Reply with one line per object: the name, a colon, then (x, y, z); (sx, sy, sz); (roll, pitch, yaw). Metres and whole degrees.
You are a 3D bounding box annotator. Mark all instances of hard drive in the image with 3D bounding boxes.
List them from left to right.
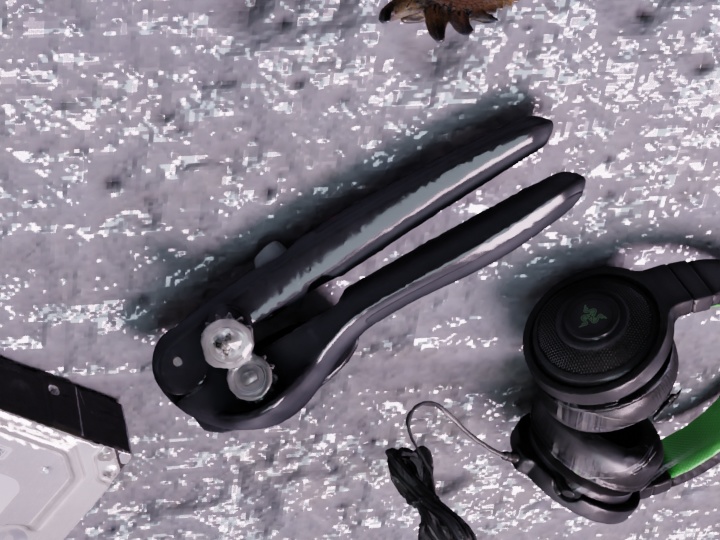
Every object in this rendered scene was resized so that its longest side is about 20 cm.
hard drive: (-0.215, 0.081, 1.002); (0.200, 0.038, 0.140); (24, 122, -33)

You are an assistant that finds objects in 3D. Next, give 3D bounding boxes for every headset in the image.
headset: (0.107, 0.067, 1.042); (0.200, 0.094, 0.124); (-14, 135, -19)

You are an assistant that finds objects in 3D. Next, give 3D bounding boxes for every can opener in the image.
can opener: (0.000, 0.000, 0.984); (0.200, 0.079, 0.063); (-37, 92, 14)

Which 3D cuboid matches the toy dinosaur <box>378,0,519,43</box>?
toy dinosaur: (0.020, -0.153, 0.824); (0.136, 0.086, 0.200); (-36, 126, 26)
